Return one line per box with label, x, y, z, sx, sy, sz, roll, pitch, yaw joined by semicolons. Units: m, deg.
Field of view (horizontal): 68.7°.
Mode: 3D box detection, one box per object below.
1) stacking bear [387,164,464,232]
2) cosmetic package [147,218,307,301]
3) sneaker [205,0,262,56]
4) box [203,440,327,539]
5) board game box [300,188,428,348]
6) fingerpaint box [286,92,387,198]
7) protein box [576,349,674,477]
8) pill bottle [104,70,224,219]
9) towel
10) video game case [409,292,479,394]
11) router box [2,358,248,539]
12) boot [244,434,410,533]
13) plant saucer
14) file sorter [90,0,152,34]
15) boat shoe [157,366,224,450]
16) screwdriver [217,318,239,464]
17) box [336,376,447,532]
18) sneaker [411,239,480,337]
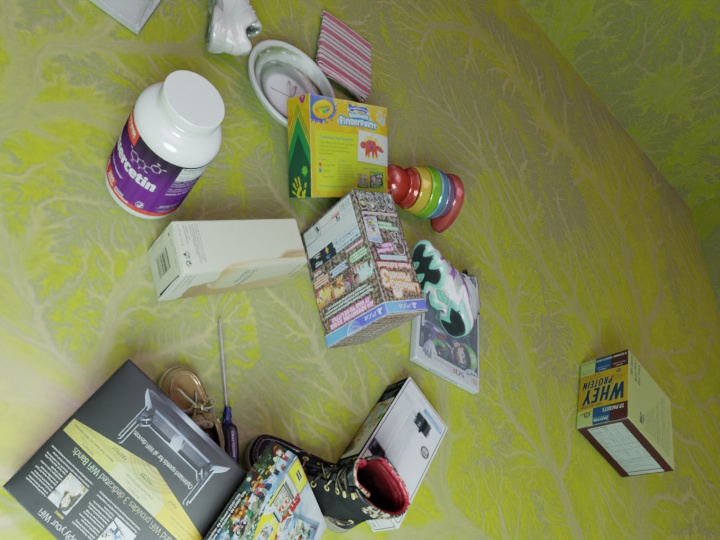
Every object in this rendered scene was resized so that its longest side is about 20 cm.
stacking bear;0.114;-0.166;1.102;0.194;0.113;0.126;7;62;-35
cosmetic package;-0.183;-0.018;0.742;0.196;0.104;0.073;-7;73;-43
sneaker;-0.228;-0.472;0.965;0.096;0.077;0.208;11;69;-28
box;-0.102;0.301;0.581;0.138;0.037;0.204;-52;149;-34
board game box;0.000;0.000;0.861;0.095;0.158;0.207;-1;69;-42
fingerpaint box;-0.039;-0.218;0.965;0.196;0.072;0.174;-8;100;-45
protein box;0.648;0.351;1.291;0.200;0.134;0.201;44;46;-16
pill bottle;-0.252;-0.160;0.684;0.110;0.198;0.116;21;54;-31
towel;-0.038;-0.485;1.191;0.143;0.030;0.206;25;50;-31
video game case;0.174;0.119;1.058;0.179;0.023;0.206;30;50;-28
router box;-0.228;0.224;0.549;0.200;0.052;0.158;44;63;-2
boot;-0.042;0.268;0.681;0.200;0.149;0.074;44;45;-15
plant saucer;-0.134;-0.335;1.000;0.196;0.050;0.207;23;53;-33
file sorter;-0.360;-0.518;0.836;0.137;0.123;0.205;31;49;-26
boat shoe;-0.193;0.211;0.635;0.072;0.062;0.206;-9;74;-44
screwdriver;-0.176;0.164;0.700;0.028;0.028;0.207;-1;69;-11
box;0.051;0.282;0.826;0.118;0.060;0.200;53;43;-6
sneaker;0.181;0.016;1.057;0.139;0.076;0.205;-35;102;-48
